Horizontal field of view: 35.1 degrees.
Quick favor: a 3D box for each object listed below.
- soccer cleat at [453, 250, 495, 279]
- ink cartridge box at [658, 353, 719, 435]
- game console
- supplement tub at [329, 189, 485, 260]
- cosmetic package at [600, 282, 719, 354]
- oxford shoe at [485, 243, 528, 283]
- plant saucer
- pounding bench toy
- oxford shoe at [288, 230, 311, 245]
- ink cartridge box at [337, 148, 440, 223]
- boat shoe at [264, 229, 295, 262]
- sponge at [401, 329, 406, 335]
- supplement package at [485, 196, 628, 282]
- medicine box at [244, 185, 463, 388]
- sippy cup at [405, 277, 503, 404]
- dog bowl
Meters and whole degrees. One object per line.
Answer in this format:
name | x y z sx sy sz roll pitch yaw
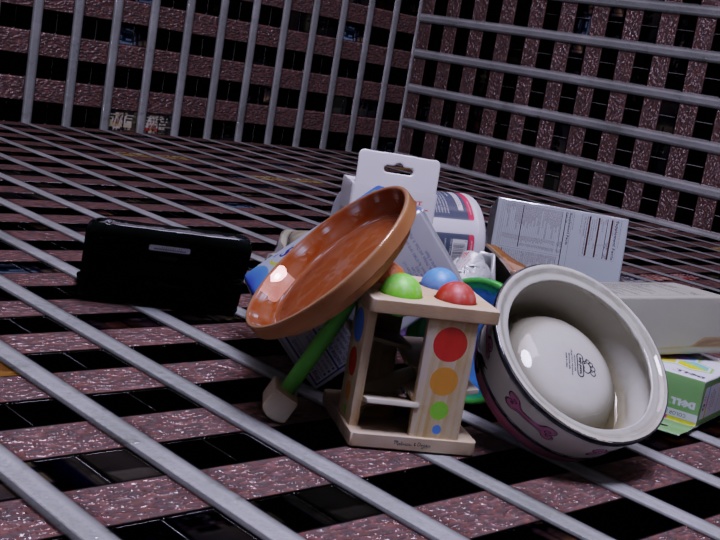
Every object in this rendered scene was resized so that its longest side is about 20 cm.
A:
soccer cleat | 0.133 0.017 1.517 0.068 0.086 0.199 15 11 26
ink cartridge box | 0.364 0.135 1.334 0.103 0.060 0.199 17 13 32
game console | -0.250 -0.014 1.428 0.198 0.177 0.117 6 39 -16
supplement tub | 0.065 -0.047 1.626 0.198 0.142 0.140 4 12 -21
cosmetic package | 0.329 0.057 1.363 0.198 0.072 0.105 1 9 -25
oxford shoe | 0.243 0.025 1.631 0.071 0.072 0.200 -26 52 -24
plant saucer | -0.025 -0.004 1.095 0.032 0.200 0.200 49 -2 -19
pounding bench toy | 0.012 0.072 1.082 0.198 0.158 0.124 7 11 -15
oxford shoe | 0.000 0.000 1.403 0.199 0.071 0.074 30 13 -21
ink cartridge box | 0.028 -0.054 1.477 0.115 0.202 0.067 8 10 -14
boat shoe | -0.084 0.004 1.464 0.073 0.075 0.200 19 20 0
sponge | -0.028 0.056 1.472 0.198 0.030 0.111 16 12 28
supplement package | 0.293 -0.021 1.778 0.198 0.149 0.191 10 0 4
medicine box | -0.013 0.012 1.262 0.199 0.103 0.182 -33 18 -5
sippy cup | 0.149 0.081 1.272 0.178 0.140 0.130 47 16 25
dog bowl | 0.198 0.096 1.114 0.198 0.074 0.202 17 47 -20
